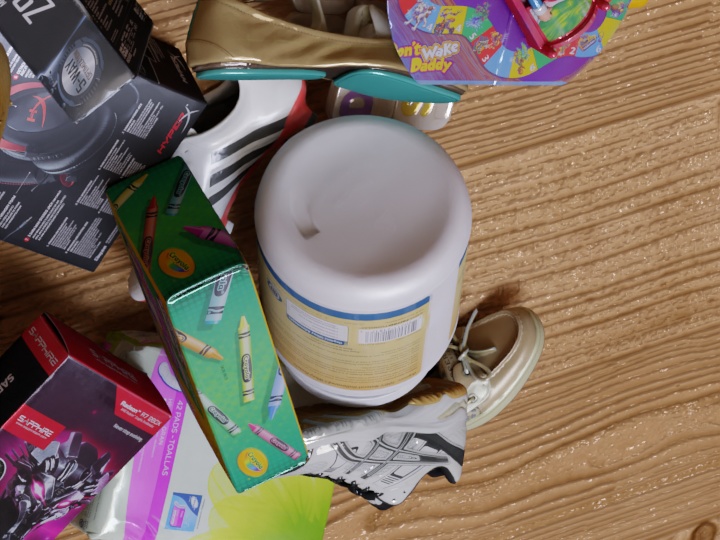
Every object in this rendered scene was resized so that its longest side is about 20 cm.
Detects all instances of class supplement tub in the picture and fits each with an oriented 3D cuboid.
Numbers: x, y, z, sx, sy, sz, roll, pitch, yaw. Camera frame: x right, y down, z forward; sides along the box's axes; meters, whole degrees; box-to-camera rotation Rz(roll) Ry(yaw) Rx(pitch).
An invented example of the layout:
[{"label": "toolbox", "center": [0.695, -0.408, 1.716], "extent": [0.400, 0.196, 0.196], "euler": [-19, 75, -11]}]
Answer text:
[{"label": "supplement tub", "center": [0.000, 0.000, 1.343], "extent": [0.144, 0.145, 0.200], "euler": [-18, 154, -11]}]

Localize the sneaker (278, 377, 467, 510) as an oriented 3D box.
[{"label": "sneaker", "center": [0.002, 0.140, 1.428], "extent": [0.199, 0.076, 0.088], "euler": [-10, 102, -33]}]

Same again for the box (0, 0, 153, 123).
[{"label": "box", "center": [-0.184, -0.173, 1.073], "extent": [0.043, 0.200, 0.160], "euler": [-37, 105, 7]}]

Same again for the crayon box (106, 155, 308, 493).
[{"label": "crayon box", "center": [-0.100, 0.038, 1.279], "extent": [0.058, 0.119, 0.200], "euler": [-25, 137, -10]}]

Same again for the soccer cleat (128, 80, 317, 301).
[{"label": "soccer cleat", "center": [-0.113, -0.068, 1.323], "extent": [0.085, 0.069, 0.200], "euler": [29, 108, -30]}]

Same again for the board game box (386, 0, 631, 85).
[{"label": "board game box", "center": [0.111, -0.184, 1.221], "extent": [0.199, 0.039, 0.159], "euler": [-3, 118, -32]}]

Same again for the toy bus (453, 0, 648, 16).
[{"label": "toy bus", "center": [0.137, -0.217, 1.290], "extent": [0.199, 0.065, 0.079], "euler": [-7, 121, -30]}]

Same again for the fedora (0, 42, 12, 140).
[{"label": "fedora", "center": [-0.288, -0.069, 1.109], "extent": [0.201, 0.082, 0.201], "euler": [-48, 162, -21]}]

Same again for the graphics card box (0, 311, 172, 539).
[{"label": "graphics card box", "center": [-0.237, 0.133, 1.314], "extent": [0.200, 0.051, 0.125], "euler": [-44, 143, 4]}]

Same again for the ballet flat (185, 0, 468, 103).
[{"label": "ballet flat", "center": [-0.016, -0.147, 1.244], "extent": [0.199, 0.069, 0.063], "euler": [4, 86, -29]}]

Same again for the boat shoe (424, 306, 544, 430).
[{"label": "boat shoe", "center": [0.058, 0.095, 1.526], "extent": [0.200, 0.073, 0.063], "euler": [-41, 135, 12]}]

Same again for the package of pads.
[{"label": "package of pads", "center": [-0.108, 0.129, 1.445], "extent": [0.199, 0.068, 0.155], "euler": [12, 93, -32]}]

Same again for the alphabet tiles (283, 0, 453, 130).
[{"label": "alphabet tiles", "center": [0.041, -0.188, 1.298], "extent": [0.195, 0.015, 0.201], "euler": [0, 118, -31]}]

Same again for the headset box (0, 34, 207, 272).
[{"label": "headset box", "center": [-0.224, -0.102, 1.232], "extent": [0.200, 0.075, 0.149], "euler": [20, 116, -36]}]
